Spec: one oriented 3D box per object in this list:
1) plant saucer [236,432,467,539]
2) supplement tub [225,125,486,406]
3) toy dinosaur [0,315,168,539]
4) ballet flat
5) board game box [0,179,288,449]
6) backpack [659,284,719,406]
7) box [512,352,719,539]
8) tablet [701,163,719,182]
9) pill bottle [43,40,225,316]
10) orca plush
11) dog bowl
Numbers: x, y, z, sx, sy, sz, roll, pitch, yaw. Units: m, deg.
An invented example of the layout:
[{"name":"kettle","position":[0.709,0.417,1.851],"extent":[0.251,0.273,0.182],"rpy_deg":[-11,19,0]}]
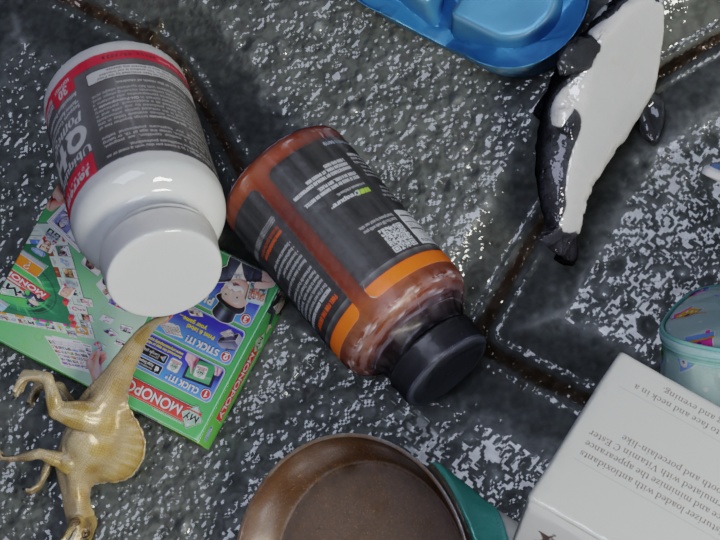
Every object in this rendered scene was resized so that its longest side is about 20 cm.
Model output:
[{"name":"plant saucer","position":[0.000,0.210,1.481],"extent":[0.200,0.034,0.201],"rpy_deg":[-3,85,36]},{"name":"supplement tub","position":[0.000,0.000,1.537],"extent":[0.107,0.107,0.200],"rpy_deg":[-40,69,0]},{"name":"toy dinosaur","position":[-0.198,0.105,1.575],"extent":[0.101,0.058,0.200],"rpy_deg":[22,102,9]},{"name":"ballet flat","position":[0.101,0.218,1.478],"extent":[0.070,0.067,0.200],"rpy_deg":[-14,69,-16]},{"name":"board game box","position":[-0.167,0.029,1.612],"extent":[0.200,0.029,0.135],"rpy_deg":[25,82,19]},{"name":"backpack","position":[0.289,0.057,1.406],"extent":[0.200,0.176,0.154],"rpy_deg":[-3,106,21]},{"name":"box","position":[0.197,0.190,1.353],"extent":[0.199,0.200,0.131],"rpy_deg":[30,56,11]},{"name":"tablet","position":[0.334,-0.035,1.429],"extent":[0.200,0.130,0.014],"rpy_deg":[28,113,43]},{"name":"pill bottle","position":[-0.157,-0.063,1.557],"extent":[0.111,0.111,0.200],"rpy_deg":[-26,45,5]},{"name":"orca plush","position":[0.157,-0.103,1.563],"extent":[0.071,0.105,0.200],"rpy_deg":[7,87,55]},{"name":"dog bowl","position":[0.078,-0.211,1.612],"extent":[0.200,0.050,0.112],"rpy_deg":[28,82,20]}]
